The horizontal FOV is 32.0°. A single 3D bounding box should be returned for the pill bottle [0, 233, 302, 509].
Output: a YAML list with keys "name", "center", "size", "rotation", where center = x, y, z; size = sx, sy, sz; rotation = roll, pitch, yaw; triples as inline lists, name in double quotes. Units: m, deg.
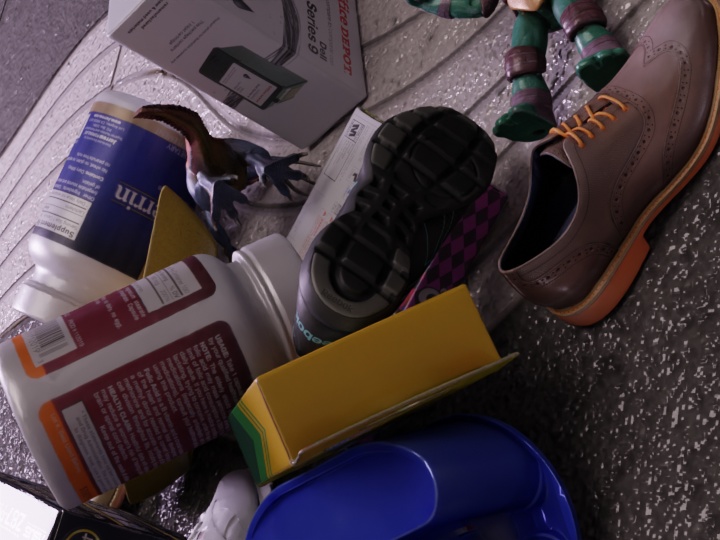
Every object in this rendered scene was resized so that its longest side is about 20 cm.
- name: "pill bottle"
  center: [-0.123, 0.059, 0.808]
  size: [0.199, 0.115, 0.114]
  rotation: [-25, 33, -14]

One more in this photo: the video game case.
- name: "video game case"
  center: [0.000, 0.000, 0.888]
  size: [0.201, 0.036, 0.181]
  rotation: [-62, 34, 6]

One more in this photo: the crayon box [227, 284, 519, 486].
- name: "crayon box"
  center: [-0.001, 0.066, 0.699]
  size: [0.051, 0.126, 0.200]
  rotation: [65, 164, 7]

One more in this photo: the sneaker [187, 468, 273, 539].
- name: "sneaker"
  center: [-0.088, 0.192, 0.815]
  size: [0.200, 0.080, 0.077]
  rotation: [-113, 16, -68]

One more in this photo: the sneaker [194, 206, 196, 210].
- name: "sneaker"
  center: [-0.208, -0.049, 1.147]
  size: [0.202, 0.099, 0.075]
  rotation: [-70, 17, -7]

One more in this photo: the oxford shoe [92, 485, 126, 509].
- name: "oxford shoe"
  center: [-0.256, 0.150, 1.117]
  size: [0.071, 0.073, 0.200]
  rotation: [-57, 34, 13]

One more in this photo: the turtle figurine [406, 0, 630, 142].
- name: "turtle figurine"
  center: [0.106, -0.191, 0.804]
  size: [0.150, 0.100, 0.202]
  rotation: [-46, 51, 50]

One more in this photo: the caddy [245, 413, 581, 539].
- name: "caddy"
  center: [0.030, 0.163, 0.690]
  size: [0.199, 0.104, 0.143]
  rotation: [-33, 70, 40]

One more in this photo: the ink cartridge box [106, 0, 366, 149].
- name: "ink cartridge box"
  center: [-0.096, -0.211, 1.006]
  size: [0.084, 0.199, 0.147]
  rotation: [-35, 44, 33]

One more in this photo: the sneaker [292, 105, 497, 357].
- name: "sneaker"
  center: [0.014, -0.026, 0.755]
  size: [0.200, 0.075, 0.079]
  rotation: [-50, -7, -38]

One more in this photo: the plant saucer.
- name: "plant saucer"
  center: [-0.145, 0.066, 0.976]
  size: [0.200, 0.048, 0.202]
  rotation: [104, 173, -66]

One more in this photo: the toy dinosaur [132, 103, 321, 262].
- name: "toy dinosaur"
  center: [-0.099, -0.088, 0.985]
  size: [0.105, 0.201, 0.181]
  rotation: [-38, 27, -8]

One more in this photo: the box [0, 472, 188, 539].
- name: "box"
  center: [-0.198, 0.198, 0.928]
  size: [0.199, 0.160, 0.050]
  rotation: [3, 73, 53]

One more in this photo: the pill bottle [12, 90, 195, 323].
- name: "pill bottle"
  center: [-0.210, -0.039, 1.063]
  size: [0.115, 0.115, 0.201]
  rotation: [13, 78, 56]

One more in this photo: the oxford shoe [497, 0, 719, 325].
- name: "oxford shoe"
  center: [0.143, -0.070, 0.699]
  size: [0.071, 0.073, 0.201]
  rotation: [25, 90, 57]
